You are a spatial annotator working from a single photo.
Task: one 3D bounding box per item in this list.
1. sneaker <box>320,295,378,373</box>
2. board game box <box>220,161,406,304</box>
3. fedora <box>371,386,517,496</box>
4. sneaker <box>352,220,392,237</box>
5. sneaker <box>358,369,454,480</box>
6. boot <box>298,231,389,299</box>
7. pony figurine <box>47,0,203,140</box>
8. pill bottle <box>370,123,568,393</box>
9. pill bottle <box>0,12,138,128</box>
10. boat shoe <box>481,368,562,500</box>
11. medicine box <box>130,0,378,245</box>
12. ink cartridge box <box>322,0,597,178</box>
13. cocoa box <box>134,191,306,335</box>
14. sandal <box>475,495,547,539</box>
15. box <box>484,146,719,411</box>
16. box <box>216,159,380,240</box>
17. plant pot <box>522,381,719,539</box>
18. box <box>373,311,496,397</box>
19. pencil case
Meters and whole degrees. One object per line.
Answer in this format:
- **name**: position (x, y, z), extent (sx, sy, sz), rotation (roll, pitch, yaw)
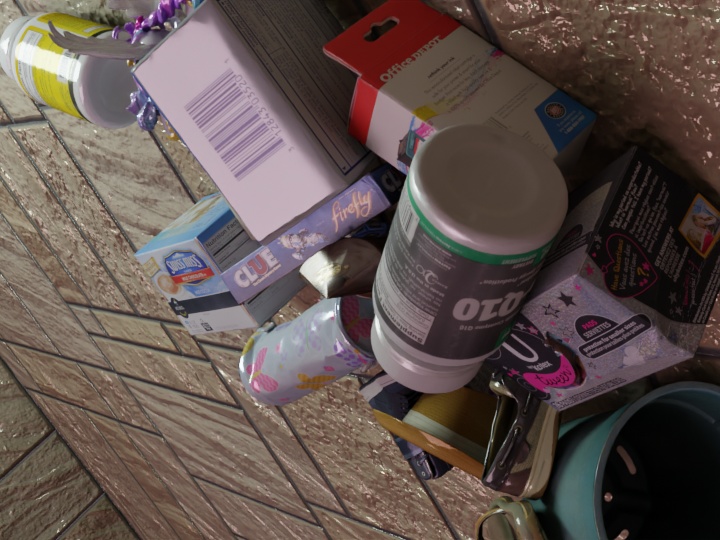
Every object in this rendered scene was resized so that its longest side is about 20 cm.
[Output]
- **sneaker**: position (-0.014, 0.037, 1.303), extent (0.078, 0.099, 0.201), rotation (12, 138, 51)
- **board game box**: position (-0.021, -0.048, 1.049), extent (0.199, 0.135, 0.035), rotation (-32, 94, 35)
- **fedora**: position (0.107, 0.163, 1.202), extent (0.199, 0.082, 0.201), rotation (27, 174, 3)
- **sneaker**: position (0.059, -0.017, 1.179), extent (0.077, 0.076, 0.199), rotation (30, 162, -36)
- **sneaker**: position (0.076, 0.168, 1.361), extent (0.147, 0.077, 0.202), rotation (55, 163, 7)
- **boot**: position (0.000, 0.000, 1.030), extent (0.186, 0.199, 0.065), rotation (-19, 86, 40)
- **pony figurine**: position (-0.202, -0.231, 1.188), extent (0.191, 0.167, 0.201), rotation (6, 140, 5)
- **pill bottle**: position (0.071, -0.002, 0.855), extent (0.113, 0.113, 0.201), rotation (37, 144, 16)
- **pill bottle**: position (-0.342, -0.244, 1.378), extent (0.199, 0.112, 0.113), rotation (23, 145, 38)
- **boat shoe**: position (0.153, 0.111, 1.078), extent (0.064, 0.202, 0.073), rotation (9, 173, -12)
- **medicine box**: position (-0.069, -0.149, 0.999), extent (0.103, 0.200, 0.183), rotation (-33, 98, 27)
- **ink cartridge box**: position (0.073, -0.129, 0.932), extent (0.200, 0.116, 0.067), rotation (37, 144, 17)
- **cocoa box**: position (-0.158, -0.016, 1.399), extent (0.132, 0.133, 0.199), rotation (55, 151, -15)
- **sandal**: position (0.142, 0.265, 1.127), extent (0.081, 0.054, 0.200), rotation (63, 173, 12)
- **box**: position (0.187, 0.014, 0.931), extent (0.114, 0.133, 0.200), rotation (34, 154, -7)
- **box**: position (-0.064, -0.091, 1.226), extent (0.199, 0.078, 0.095), rotation (2, 129, 54)
- **plant pot**: position (0.257, 0.209, 1.072), extent (0.200, 0.200, 0.196), rotation (49, 161, -5)
- **box**: position (0.086, 0.080, 1.214), extent (0.039, 0.042, 0.200), rotation (15, 158, 44)
- **pencil case**: position (-0.047, 0.079, 1.240), extent (0.083, 0.091, 0.199), rotation (18, 150, -34)
